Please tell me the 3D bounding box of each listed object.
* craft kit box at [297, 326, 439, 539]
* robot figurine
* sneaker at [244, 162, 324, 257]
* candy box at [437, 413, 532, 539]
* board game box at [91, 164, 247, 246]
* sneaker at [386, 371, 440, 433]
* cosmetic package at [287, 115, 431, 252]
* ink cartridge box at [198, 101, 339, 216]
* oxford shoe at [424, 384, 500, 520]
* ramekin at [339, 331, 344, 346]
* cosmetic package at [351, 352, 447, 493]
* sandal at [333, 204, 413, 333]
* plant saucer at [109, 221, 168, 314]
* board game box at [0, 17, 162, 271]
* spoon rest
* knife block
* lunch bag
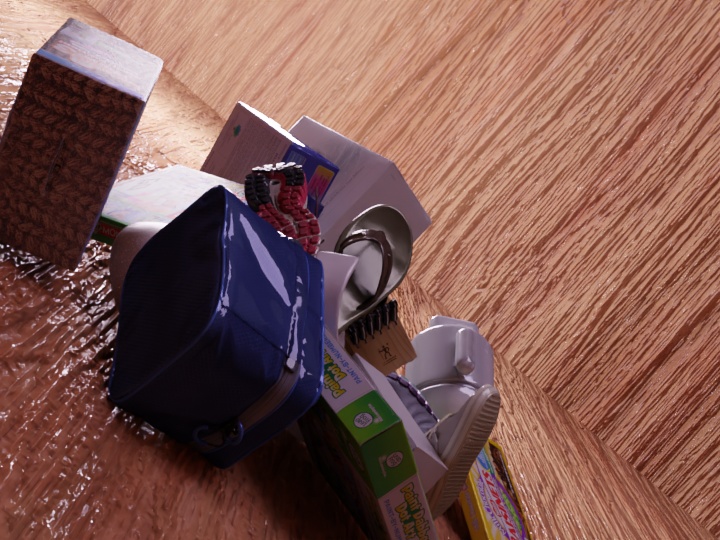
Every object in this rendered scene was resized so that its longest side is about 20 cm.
[{"bbox_3d":[-0.006,0.146,1.191,0.197,0.048,0.201,44,-22,47],"label":"craft kit box"},{"bbox_3d":[0.111,0.148,1.752,0.112,0.170,0.201,9,44,-4],"label":"robot figurine"},{"bbox_3d":[-0.072,-0.028,1.353,0.200,0.080,0.075,-90,172,-57],"label":"sneaker"},{"bbox_3d":[0.145,0.257,1.552,0.102,0.026,0.201,33,27,-36],"label":"candy box"},{"bbox_3d":[-0.189,-0.059,1.413,0.134,0.029,0.200,18,22,24],"label":"board game box"},{"bbox_3d":[0.061,0.186,1.594,0.200,0.074,0.088,39,11,-25],"label":"sneaker"},{"bbox_3d":[-0.059,-0.063,1.764,0.200,0.199,0.123,31,-17,48],"label":"cosmetic package"},{"bbox_3d":[-0.109,-0.091,1.580,0.076,0.137,0.200,26,8,-32],"label":"ink cartridge box"},{"bbox_3d":[0.083,0.176,1.381,0.075,0.200,0.058,-30,64,-37],"label":"oxford shoe"},{"bbox_3d":[-0.104,0.049,1.435,0.202,0.094,0.202,40,7,-6],"label":"ramekin"},{"bbox_3d":[0.013,0.166,1.389,0.051,0.083,0.200,37,8,-27],"label":"cosmetic package"},{"bbox_3d":[0.000,0.001,1.388,0.080,0.057,0.201,42,46,-2],"label":"sandal"},{"bbox_3d":[-0.139,0.036,1.244,0.200,0.037,0.201,43,28,-30],"label":"plant saucer"},{"bbox_3d":[-0.252,-0.116,1.227,0.096,0.160,0.200,23,16,-10],"label":"board game box"},{"bbox_3d":[-0.032,0.084,1.297,0.099,0.201,0.061,8,28,11],"label":"spoon rest"},{"bbox_3d":[-0.013,0.027,1.537,0.176,0.064,0.200,64,-10,-21],"label":"knife block"},{"bbox_3d":[-0.101,0.053,1.094,0.132,0.136,0.201,35,35,-30],"label":"lunch bag"}]
